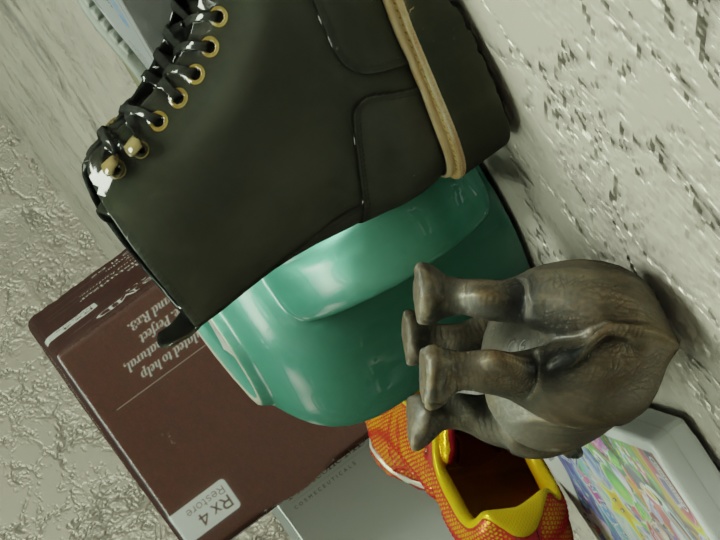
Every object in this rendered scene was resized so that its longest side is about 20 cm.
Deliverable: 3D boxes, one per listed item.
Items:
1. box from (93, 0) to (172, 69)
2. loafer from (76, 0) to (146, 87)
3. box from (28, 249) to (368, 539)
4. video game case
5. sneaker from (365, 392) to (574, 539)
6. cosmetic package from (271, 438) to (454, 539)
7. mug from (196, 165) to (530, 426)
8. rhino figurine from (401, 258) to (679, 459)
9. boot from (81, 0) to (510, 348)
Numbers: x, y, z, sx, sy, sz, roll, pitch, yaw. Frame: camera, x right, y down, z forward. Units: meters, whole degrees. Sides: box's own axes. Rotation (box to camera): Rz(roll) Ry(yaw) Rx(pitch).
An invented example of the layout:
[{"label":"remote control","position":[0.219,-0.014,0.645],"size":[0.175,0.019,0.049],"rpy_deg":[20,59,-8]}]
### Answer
[{"label":"box","position":[-0.115,-0.169,0.753],"size":[0.201,0.041,0.156],"rpy_deg":[62,173,-32]},{"label":"loafer","position":[-0.063,-0.081,1.031],"size":[0.201,0.075,0.070],"rpy_deg":[59,-177,0]},{"label":"box","position":[-0.103,0.063,1.436],"size":[0.165,0.165,0.200],"rpy_deg":[57,171,-12]},{"label":"video game case","position":[0.127,0.110,0.873],"size":[0.144,0.018,0.200],"rpy_deg":[55,172,-9]},{"label":"sneaker","position":[0.052,0.080,1.016],"size":[0.200,0.073,0.078],"rpy_deg":[-132,26,-57]},{"label":"cosmetic package","position":[0.029,0.203,1.484],"size":[0.201,0.101,0.071],"rpy_deg":[53,171,2]},{"label":"mug","position":[-0.022,-0.020,0.848],"size":[0.152,0.114,0.185],"rpy_deg":[51,171,22]},{"label":"rhino figurine","position":[0.059,0.037,0.760],"size":[0.200,0.087,0.060],"rpy_deg":[98,171,-79]},{"label":"boot","position":[-0.051,-0.084,0.686],"size":[0.201,0.138,0.077],"rpy_deg":[59,171,-20]}]
